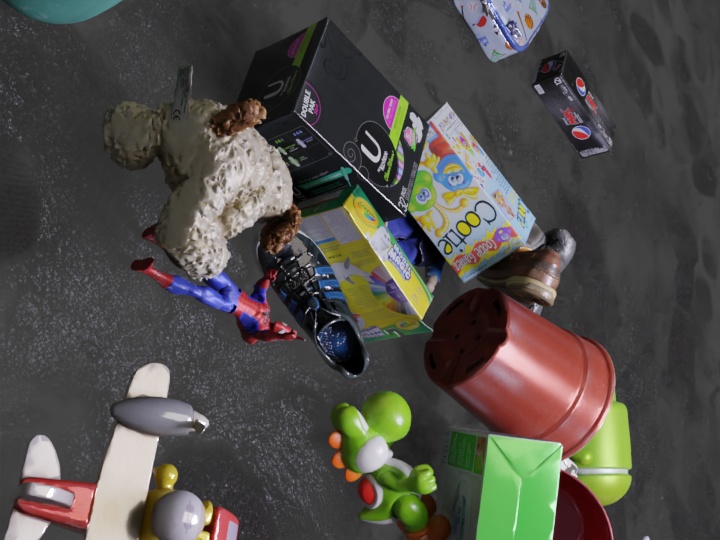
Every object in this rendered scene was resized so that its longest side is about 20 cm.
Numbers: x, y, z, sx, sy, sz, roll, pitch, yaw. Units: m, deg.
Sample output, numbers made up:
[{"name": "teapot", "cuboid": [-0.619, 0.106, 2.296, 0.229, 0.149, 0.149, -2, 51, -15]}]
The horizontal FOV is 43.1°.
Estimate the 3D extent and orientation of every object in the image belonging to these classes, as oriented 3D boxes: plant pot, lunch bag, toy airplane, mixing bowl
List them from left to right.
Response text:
[{"name": "toy airplane", "cuboid": [-0.193, 0.203, 0.766, 0.199, 0.141, 0.200, -34, 106, -48]}, {"name": "lunch bag", "cuboid": [0.232, -0.449, 1.504, 0.160, 0.075, 0.200, 55, 43, -22]}, {"name": "plant pot", "cuboid": [0.203, 0.132, 1.230, 0.195, 0.201, 0.201, 35, 54, -30]}, {"name": "mixing bowl", "cuboid": [0.242, 0.350, 1.226, 0.108, 0.200, 0.201, 5, 75, -70]}]

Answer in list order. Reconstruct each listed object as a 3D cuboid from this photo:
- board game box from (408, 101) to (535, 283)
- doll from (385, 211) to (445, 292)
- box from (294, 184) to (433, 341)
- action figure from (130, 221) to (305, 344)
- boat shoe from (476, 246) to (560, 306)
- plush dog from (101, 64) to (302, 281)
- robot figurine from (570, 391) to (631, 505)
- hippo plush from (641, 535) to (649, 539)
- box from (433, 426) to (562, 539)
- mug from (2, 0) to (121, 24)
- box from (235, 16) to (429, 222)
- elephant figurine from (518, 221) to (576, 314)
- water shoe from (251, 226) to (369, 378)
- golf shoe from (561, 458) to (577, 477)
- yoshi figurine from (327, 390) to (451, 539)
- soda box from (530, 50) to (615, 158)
[{"name": "board game box", "cuboid": [0.126, -0.104, 1.206, 0.200, 0.103, 0.105, 52, 28, -6]}, {"name": "doll", "cuboid": [0.075, -0.036, 1.222, 0.200, 0.048, 0.137, -3, 73, -57]}, {"name": "box", "cuboid": [0.000, 0.000, 1.070, 0.200, 0.117, 0.048, 57, 44, -24]}, {"name": "action figure", "cuboid": [-0.125, 0.021, 0.935, 0.200, 0.099, 0.065, 39, 53, -40]}, {"name": "boat shoe", "cuboid": [0.214, 0.003, 1.208, 0.072, 0.200, 0.068, 25, 86, -11]}, {"name": "plush dog", "cuboid": [-0.131, -0.102, 0.901, 0.200, 0.160, 0.172, 57, 14, 14]}, {"name": "robot figurine", "cuboid": [0.362, 0.275, 1.425, 0.175, 0.115, 0.201, 24, 62, -58]}, {"name": "hippo plush", "cuboid": [0.403, 0.530, 1.418, 0.200, 0.159, 0.161, -113, -155, -81]}, {"name": "box", "cuboid": [0.157, 0.295, 1.091, 0.096, 0.176, 0.201, 10, 83, -11]}, {"name": "mug", "cuboid": [-0.286, -0.314, 0.818, 0.185, 0.114, 0.152, 52, 46, -27]}, {"name": "box", "cuboid": [-0.036, -0.161, 1.065, 0.200, 0.124, 0.149, 40, 51, -35]}, {"name": "elephant figurine", "cuboid": [0.206, -0.051, 1.343, 0.200, 0.155, 0.142, 38, 96, -25]}, {"name": "water shoe", "cuboid": [-0.046, 0.033, 1.019, 0.071, 0.079, 0.200, -36, 114, -5]}, {"name": "golf shoe", "cuboid": [0.278, 0.316, 1.322, 0.077, 0.088, 0.201, 169, -90, -86]}, {"name": "yoshi figurine", "cuboid": [0.045, 0.224, 1.077, 0.200, 0.112, 0.112, 58, 35, -18]}, {"name": "soda box", "cuboid": [0.389, -0.299, 1.656, 0.200, 0.063, 0.071, 46, 48, -33]}]
